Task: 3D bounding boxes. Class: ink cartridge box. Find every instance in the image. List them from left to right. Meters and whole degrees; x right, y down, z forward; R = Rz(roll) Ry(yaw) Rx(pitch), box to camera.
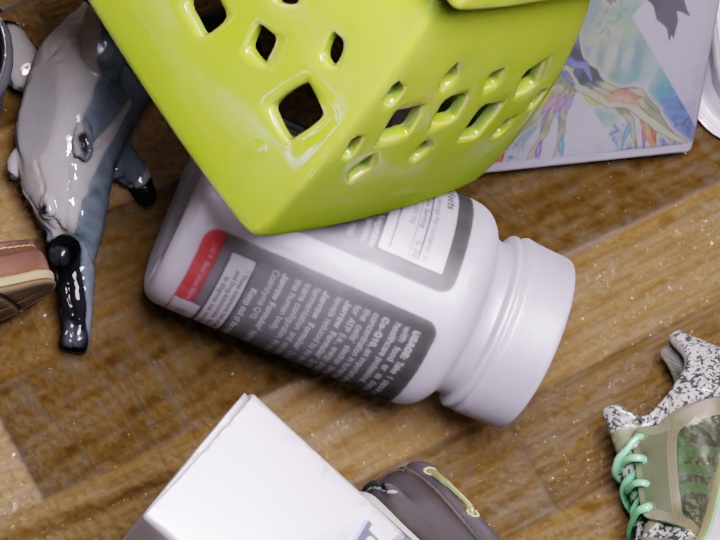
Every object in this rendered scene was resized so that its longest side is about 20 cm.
[{"bbox_3d":[-0.020,0.171,1.083,0.200,0.146,0.086,41,62,1],"label":"ink cartridge box"}]

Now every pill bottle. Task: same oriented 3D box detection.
[{"bbox_3d":[0.000,0.000,1.184,0.199,0.114,0.114,24,61,-10],"label":"pill bottle"}]

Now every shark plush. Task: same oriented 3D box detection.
[{"bbox_3d":[-0.129,-0.060,1.193,0.083,0.091,0.201,24,51,-44],"label":"shark plush"}]

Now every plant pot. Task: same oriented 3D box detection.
[{"bbox_3d":[0.007,-0.157,1.086,0.200,0.181,0.199,-16,68,-54],"label":"plant pot"}]

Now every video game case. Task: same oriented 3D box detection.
[{"bbox_3d":[0.108,-0.141,1.264,0.199,0.183,0.022,-7,31,-23],"label":"video game case"}]

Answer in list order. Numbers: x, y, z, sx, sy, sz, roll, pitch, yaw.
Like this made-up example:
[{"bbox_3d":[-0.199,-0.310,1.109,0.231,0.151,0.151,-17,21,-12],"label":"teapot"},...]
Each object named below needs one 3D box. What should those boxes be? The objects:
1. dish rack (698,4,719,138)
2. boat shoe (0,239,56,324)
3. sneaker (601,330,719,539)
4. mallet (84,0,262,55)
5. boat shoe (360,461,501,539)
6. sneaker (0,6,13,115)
[{"bbox_3d":[0.276,-0.168,1.402,0.171,0.044,0.201,6,65,-17],"label":"dish rack"},{"bbox_3d":[-0.246,0.007,1.113,0.199,0.072,0.068,-12,74,-22],"label":"boat shoe"},{"bbox_3d":[0.159,0.111,1.230,0.088,0.077,0.200,28,55,8],"label":"sneaker"},{"bbox_3d":[-0.102,-0.111,1.171,0.041,0.200,0.066,-10,80,21],"label":"mallet"},{"bbox_3d":[0.071,0.176,1.146,0.060,0.072,0.201,-30,68,-32],"label":"boat shoe"},{"bbox_3d":[-0.214,-0.140,1.174,0.070,0.099,0.201,-5,68,-20],"label":"sneaker"}]
